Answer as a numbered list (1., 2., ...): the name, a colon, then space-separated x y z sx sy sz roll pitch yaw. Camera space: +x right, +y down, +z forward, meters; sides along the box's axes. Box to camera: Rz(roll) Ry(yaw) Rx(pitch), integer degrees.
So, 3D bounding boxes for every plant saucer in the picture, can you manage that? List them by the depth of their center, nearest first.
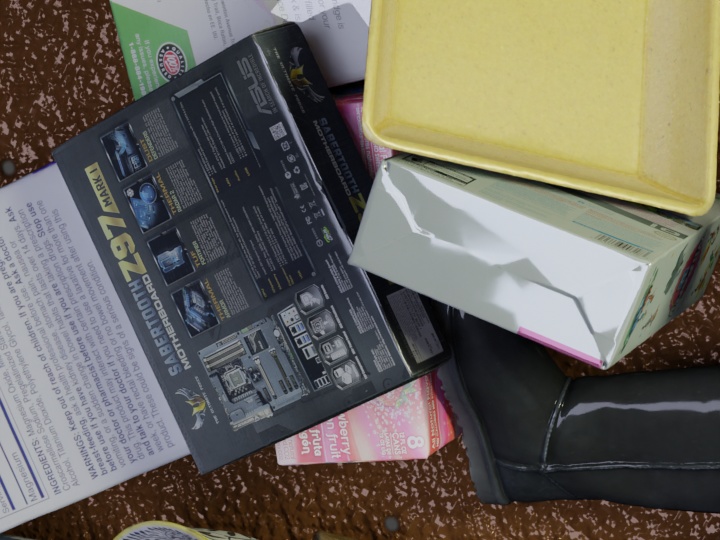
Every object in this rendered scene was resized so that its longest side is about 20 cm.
1. plant saucer: 0.090 -0.134 1.374 0.199 0.048 0.201 11 71 -20

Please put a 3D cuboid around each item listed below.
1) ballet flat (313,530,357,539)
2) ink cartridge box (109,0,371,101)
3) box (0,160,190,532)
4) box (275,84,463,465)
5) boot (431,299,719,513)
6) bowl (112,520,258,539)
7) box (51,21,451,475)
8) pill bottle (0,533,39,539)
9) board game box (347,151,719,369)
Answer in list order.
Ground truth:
1. ballet flat: 0.047 0.224 1.535 0.072 0.068 0.201 -30 89 4
2. ink cartridge box: -0.036 -0.173 1.472 0.199 0.087 0.146 -11 96 25
3. box: -0.181 0.041 1.562 0.199 0.105 0.185 -23 92 23
4. box: 0.000 0.000 1.484 0.094 0.103 0.201 -4 98 22
5. boot: 0.150 0.064 1.436 0.199 0.066 0.165 2 133 25
6. bowl: -0.064 0.230 1.544 0.200 0.094 0.202 18 115 44
7. box: -0.060 -0.010 1.422 0.157 0.051 0.201 -27 87 33
8. pill bottle: -0.261 0.215 1.621 0.199 0.120 0.120 6 103 21
9. board game box: 0.101 -0.021 1.385 0.147 0.200 0.065 24 109 16
